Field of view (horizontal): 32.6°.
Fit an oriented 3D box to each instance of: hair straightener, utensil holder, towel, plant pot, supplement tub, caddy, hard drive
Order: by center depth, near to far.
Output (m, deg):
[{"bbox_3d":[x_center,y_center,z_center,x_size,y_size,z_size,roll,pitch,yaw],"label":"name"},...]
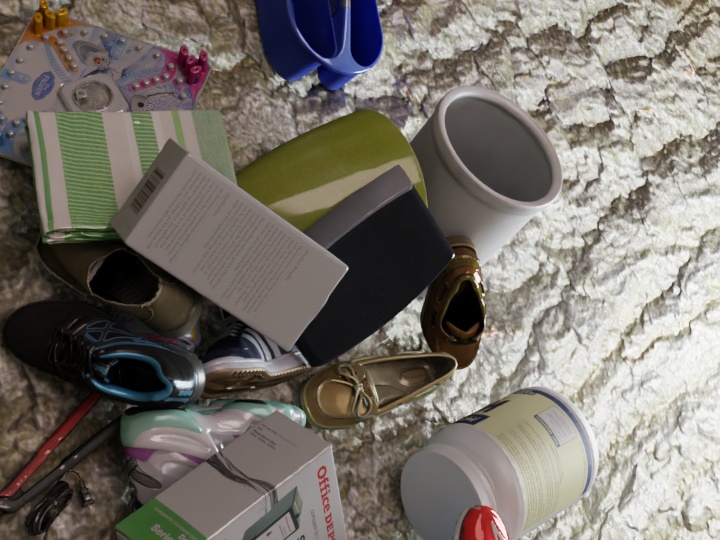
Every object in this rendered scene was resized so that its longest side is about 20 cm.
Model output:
[{"bbox_3d":[-0.271,0.193,1.126,0.077,0.041,0.200,48,43,-9],"label":"hair straightener"},{"bbox_3d":[-0.216,-0.096,1.190,0.198,0.023,0.153,-4,60,-24],"label":"towel"},{"bbox_3d":[0.000,0.000,1.277,0.200,0.042,0.135,-39,118,-10],"label":"hard drive"},{"bbox_3d":[-0.060,-0.064,1.341,0.199,0.187,0.188,-17,80,-31],"label":"plant pot"},{"bbox_3d":[0.155,0.225,1.373,0.199,0.145,0.146,-19,81,-42],"label":"supplement tub"},{"bbox_3d":[0.109,-0.086,1.434,0.169,0.200,0.171,20,47,-23],"label":"utensil holder"},{"bbox_3d":[-0.046,-0.321,1.508,0.141,0.105,0.202,5,65,-37],"label":"caddy"}]

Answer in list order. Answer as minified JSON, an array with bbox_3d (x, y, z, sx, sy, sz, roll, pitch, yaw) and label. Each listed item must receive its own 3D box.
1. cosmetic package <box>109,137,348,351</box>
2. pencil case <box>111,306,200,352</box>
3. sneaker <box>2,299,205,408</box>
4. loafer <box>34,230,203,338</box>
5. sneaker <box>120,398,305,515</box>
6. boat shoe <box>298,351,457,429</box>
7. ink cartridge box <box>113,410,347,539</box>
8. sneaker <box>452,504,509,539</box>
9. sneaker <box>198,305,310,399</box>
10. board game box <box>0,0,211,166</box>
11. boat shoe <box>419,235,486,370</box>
[{"bbox_3d":[-0.121,-0.023,1.150,0.200,0.071,0.102,37,90,-29],"label":"cosmetic package"},{"bbox_3d":[-0.203,-0.008,1.251,0.090,0.083,0.201,12,62,-22],"label":"pencil case"},{"bbox_3d":[-0.243,0.075,1.131,0.198,0.082,0.074,14,93,9],"label":"sneaker"},{"bbox_3d":[-0.237,-0.005,1.168,0.076,0.199,0.070,-61,153,-12],"label":"loafer"},{"bbox_3d":[-0.142,0.199,1.203,0.199,0.078,0.141,0,89,-33],"label":"sneaker"},{"bbox_3d":[0.021,0.127,1.371,0.200,0.063,0.074,-6,72,-39],"label":"boat shoe"},{"bbox_3d":[-0.112,0.247,1.132,0.200,0.084,0.147,-34,132,-33],"label":"ink cartridge box"},{"bbox_3d":[0.151,0.327,1.213,0.077,0.085,0.202,-2,72,-39],"label":"sneaker"},{"bbox_3d":[-0.126,0.066,1.254,0.200,0.070,0.109,3,64,-67],"label":"sneaker"},{"bbox_3d":[-0.274,-0.180,1.264,0.199,0.026,0.201,17,54,-2],"label":"board game box"},{"bbox_3d":[0.107,0.055,1.401,0.071,0.201,0.068,-12,45,-3],"label":"boat shoe"}]
